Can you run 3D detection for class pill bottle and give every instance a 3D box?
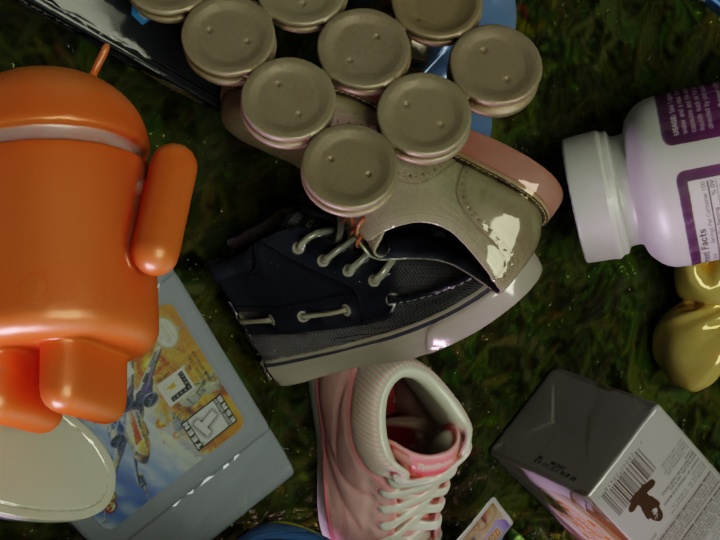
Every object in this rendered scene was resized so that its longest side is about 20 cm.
[{"bbox_3d":[0.234,-0.065,1.033,0.199,0.112,0.113,-11,108,11],"label":"pill bottle"}]

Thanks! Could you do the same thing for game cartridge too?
[{"bbox_3d":[-0.136,0.082,0.946,0.133,0.041,0.201,-39,115,-21],"label":"game cartridge"}]

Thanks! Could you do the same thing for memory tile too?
[{"bbox_3d":[-0.015,-0.130,0.855,0.153,0.017,0.200,-37,72,-18],"label":"memory tile"}]

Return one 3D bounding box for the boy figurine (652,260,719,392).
[{"bbox_3d":[0.263,-0.011,1.127,0.124,0.064,0.201,17,92,-28],"label":"boy figurine"}]

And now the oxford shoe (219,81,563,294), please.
[{"bbox_3d":[0.004,-0.050,0.867,0.074,0.199,0.071,-63,161,-18],"label":"oxford shoe"}]

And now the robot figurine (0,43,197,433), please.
[{"bbox_3d":[-0.162,-0.020,0.845,0.116,0.144,0.201,4,72,-32],"label":"robot figurine"}]

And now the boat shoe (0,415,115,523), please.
[{"bbox_3d":[-0.231,0.095,0.871,0.199,0.062,0.073,17,60,-23],"label":"boat shoe"}]

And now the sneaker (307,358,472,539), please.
[{"bbox_3d":[0.024,0.135,1.003,0.075,0.104,0.201,-20,110,-26],"label":"sneaker"}]

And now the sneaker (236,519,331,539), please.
[{"bbox_3d":[0.011,0.206,0.966,0.199,0.078,0.066,16,98,9],"label":"sneaker"}]

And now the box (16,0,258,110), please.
[{"bbox_3d":[-0.103,-0.214,0.898,0.159,0.046,0.201,29,86,-30],"label":"box"}]

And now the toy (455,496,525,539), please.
[{"bbox_3d":[0.048,0.252,1.045,0.200,0.047,0.115,-48,140,-11],"label":"toy"}]

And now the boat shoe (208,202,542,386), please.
[{"bbox_3d":[0.000,0.000,0.922,0.093,0.199,0.075,57,36,-19],"label":"boat shoe"}]

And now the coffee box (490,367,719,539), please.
[{"bbox_3d":[0.197,0.166,1.098,0.080,0.114,0.200,-50,119,-11],"label":"coffee box"}]

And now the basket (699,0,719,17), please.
[{"bbox_3d":[0.264,-0.238,1.040,0.199,0.139,0.177,28,86,-21],"label":"basket"}]

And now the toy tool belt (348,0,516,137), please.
[{"bbox_3d":[0.044,-0.131,0.950,0.124,0.123,0.201,7,96,-30],"label":"toy tool belt"}]
